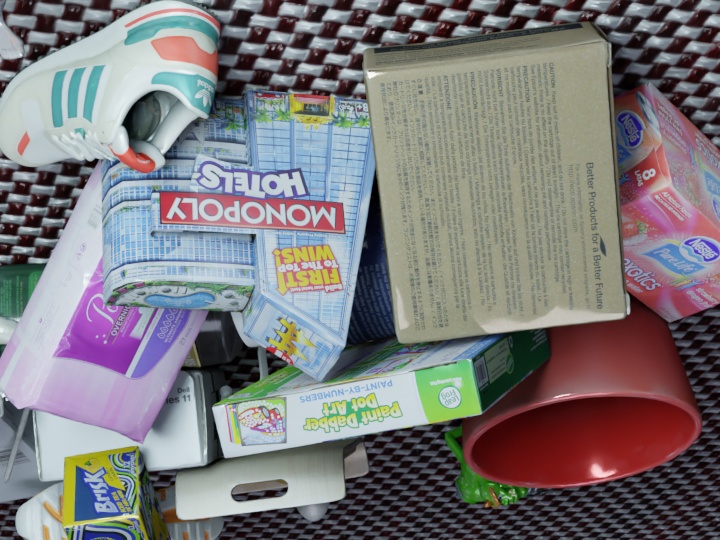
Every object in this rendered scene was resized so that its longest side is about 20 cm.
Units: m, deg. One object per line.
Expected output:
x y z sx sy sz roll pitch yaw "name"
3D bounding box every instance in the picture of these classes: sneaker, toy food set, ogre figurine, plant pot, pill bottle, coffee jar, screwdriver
-0.173 -0.101 1.158 0.200 0.093 0.070 -25 146 30 "sneaker"
-0.224 0.232 1.574 0.200 0.078 0.077 7 163 -37 "sneaker"
-0.072 0.189 1.521 0.143 0.060 0.200 -9 177 6 "toy food set"
0.155 0.181 1.743 0.120 0.098 0.200 -19 169 -14 "ogre figurine"
0.170 0.064 1.437 0.200 0.177 0.200 -5 152 -3 "plant pot"
0.000 0.000 1.358 0.200 0.111 0.111 -12 151 11 "pill bottle"
-0.196 0.037 1.413 0.200 0.085 0.104 -6 150 -1 "coffee jar"
-0.270 0.118 1.401 0.028 0.029 0.200 9 131 -17 "screwdriver"

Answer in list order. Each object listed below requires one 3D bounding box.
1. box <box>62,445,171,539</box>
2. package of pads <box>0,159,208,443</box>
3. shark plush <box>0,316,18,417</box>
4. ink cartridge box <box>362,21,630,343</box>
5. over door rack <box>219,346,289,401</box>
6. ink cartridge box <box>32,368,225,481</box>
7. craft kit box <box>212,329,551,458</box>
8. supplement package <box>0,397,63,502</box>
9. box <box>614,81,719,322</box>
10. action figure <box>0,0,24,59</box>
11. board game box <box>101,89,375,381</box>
-0.195 0.231 1.439 0.064 0.070 0.200 -8 141 1 "box"
-0.180 0.023 1.301 0.120 0.076 0.200 21 100 -39 "package of pads"
-0.354 0.051 1.327 0.200 0.091 0.083 32 118 -4 "shark plush"
0.093 -0.060 1.195 0.165 0.075 0.200 -6 109 1 "ink cartridge box"
-0.012 0.072 1.533 0.200 0.067 0.148 -40 145 26 "over door rack"
-0.196 0.132 1.512 0.146 0.083 0.200 -6 176 2 "ink cartridge box"
0.021 0.080 1.274 0.197 0.049 0.200 -9 -175 22 "craft kit box"
-0.358 0.120 1.504 0.156 0.111 0.200 -11 152 6 "supplement package"
0.231 -0.048 1.332 0.103 0.095 0.200 -23 147 26 "box"
-0.231 -0.204 0.958 0.200 0.105 0.193 -35 142 1 "action figure"
-0.075 -0.027 1.202 0.200 0.200 0.062 3 151 -17 "board game box"
